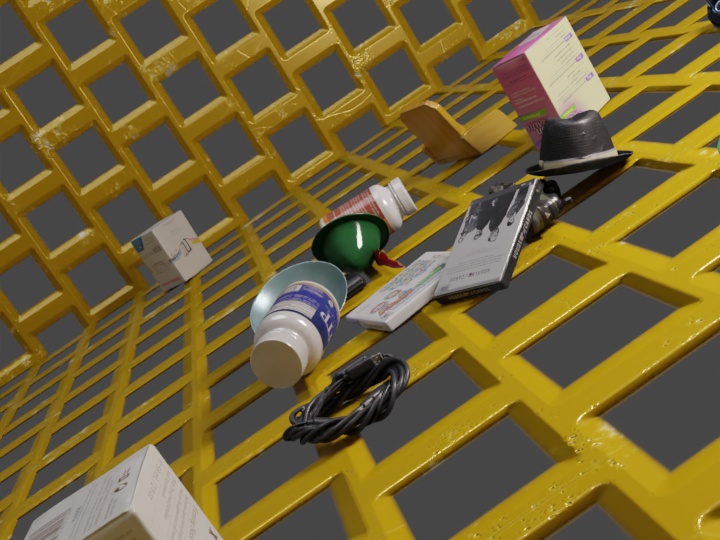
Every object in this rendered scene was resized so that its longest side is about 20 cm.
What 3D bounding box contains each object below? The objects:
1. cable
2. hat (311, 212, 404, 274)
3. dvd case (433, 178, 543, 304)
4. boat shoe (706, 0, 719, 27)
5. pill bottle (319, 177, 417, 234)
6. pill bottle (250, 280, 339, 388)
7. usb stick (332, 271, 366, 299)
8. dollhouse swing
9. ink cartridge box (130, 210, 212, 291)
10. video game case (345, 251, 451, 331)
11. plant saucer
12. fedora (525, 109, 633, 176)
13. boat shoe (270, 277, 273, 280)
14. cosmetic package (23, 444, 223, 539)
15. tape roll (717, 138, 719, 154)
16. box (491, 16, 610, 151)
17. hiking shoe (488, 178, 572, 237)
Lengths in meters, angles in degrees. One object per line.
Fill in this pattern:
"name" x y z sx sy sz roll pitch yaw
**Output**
"cable" -0.017 0.186 1.369 0.199 0.051 0.163 -32 18 -3
"hat" 0.000 0.000 1.973 0.164 0.201 0.177 -19 57 1
"dvd case" 0.200 -0.045 1.563 0.150 0.025 0.201 -17 42 51
"boat shoe" 0.745 -0.531 2.028 0.084 0.069 0.200 -34 14 -1
"pill bottle" 0.019 -0.114 2.170 0.199 0.113 0.112 -32 13 7
"pill bottle" -0.113 0.110 1.680 0.119 0.120 0.200 -27 15 23
"usb stick" -0.075 0.070 1.922 0.199 0.033 0.055 -35 21 -8
"dollhouse swing" 0.230 -0.368 2.430 0.181 0.177 0.200 -39 14 -22
"ink cartridge box" -0.618 -0.063 3.280 0.147 0.201 0.145 -19 17 45
"video game case" 0.084 0.032 1.701 0.199 0.024 0.182 -38 14 -18
"plant saucer" -0.111 0.070 1.883 0.199 0.039 0.202 -16 43 15
"fedora" 0.358 -0.216 1.666 0.198 0.093 0.201 -11 9 2
"boat shoe" -0.123 0.032 2.090 0.074 0.065 0.201 -41 15 -28
"cosmetic package" -0.234 0.327 1.029 0.166 0.201 0.167 -33 14 2
"tape roll" 0.565 -0.186 1.291 0.199 0.048 0.201 -31 14 8
"box" 0.392 -0.382 2.048 0.096 0.201 0.176 -17 22 51
"hiking shoe" 0.284 -0.112 1.668 0.100 0.076 0.200 -25 22 -4
